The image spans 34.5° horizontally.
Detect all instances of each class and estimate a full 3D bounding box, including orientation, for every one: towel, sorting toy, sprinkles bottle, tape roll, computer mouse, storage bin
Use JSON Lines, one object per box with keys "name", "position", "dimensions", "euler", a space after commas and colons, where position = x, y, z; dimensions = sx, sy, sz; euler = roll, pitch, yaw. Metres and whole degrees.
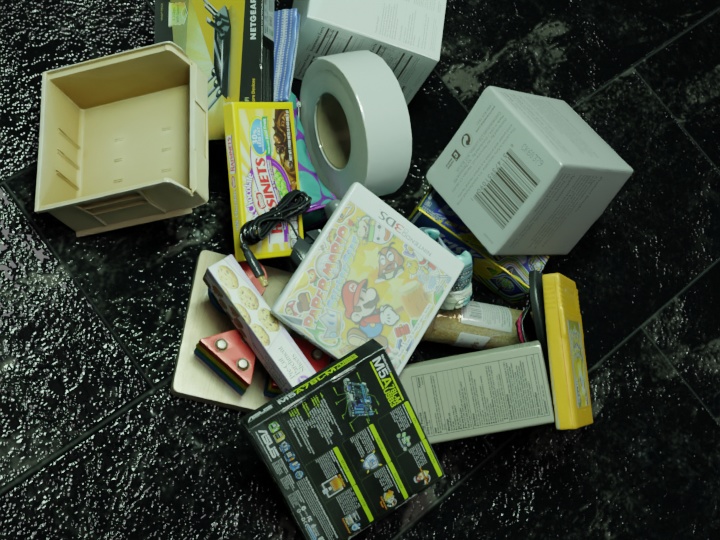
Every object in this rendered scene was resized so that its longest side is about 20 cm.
{"name": "towel", "position": [-0.185, -0.296, 1.609], "dimensions": [0.198, 0.024, 0.146], "euler": [0, 70, 16]}
{"name": "sorting toy", "position": [-0.125, 0.078, 1.497], "dimensions": [0.197, 0.070, 0.202], "euler": [15, 63, -14]}
{"name": "sprinkles bottle", "position": [0.174, 0.079, 1.610], "dimensions": [0.198, 0.068, 0.069], "euler": [10, 63, -16]}
{"name": "tape roll", "position": [-0.009, -0.197, 1.590], "dimensions": [0.070, 0.203, 0.204], "euler": [-15, 73, -25]}
{"name": "computer mouse", "position": [-0.066, 0.000, 1.468], "dimensions": [0.140, 0.046, 0.201], "euler": [-31, 94, -41]}
{"name": "storage bin", "position": [-0.299, -0.165, 1.475], "dimensions": [0.197, 0.094, 0.202], "euler": [-11, 65, 15]}

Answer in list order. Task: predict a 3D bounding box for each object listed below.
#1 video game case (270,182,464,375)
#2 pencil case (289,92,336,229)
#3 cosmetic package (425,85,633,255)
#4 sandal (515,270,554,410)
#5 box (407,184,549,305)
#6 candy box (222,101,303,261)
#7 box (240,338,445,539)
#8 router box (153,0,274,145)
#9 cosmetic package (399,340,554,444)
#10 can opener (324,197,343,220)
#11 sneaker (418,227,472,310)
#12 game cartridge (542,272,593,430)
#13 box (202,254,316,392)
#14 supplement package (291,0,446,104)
{"name": "video game case", "position": [0.012, 0.022, 1.462], "dimensions": [0.182, 0.023, 0.201], "euler": [36, 75, -12]}
{"name": "pencil case", "position": [-0.100, -0.156, 1.604], "dimensions": [0.092, 0.085, 0.201], "euler": [-17, 74, -12]}
{"name": "cosmetic package", "position": [0.236, -0.134, 1.617], "dimensions": [0.199, 0.165, 0.165], "euler": [-1, 44, -50]}
{"name": "sandal", "position": [0.236, 0.098, 1.561], "dimensions": [0.075, 0.045, 0.202], "euler": [-50, 134, -59]}
{"name": "box", "position": [0.166, -0.041, 1.664], "dimensions": [0.199, 0.064, 0.070], "euler": [35, 59, -2]}
{"name": "candy box", "position": [-0.124, -0.116, 1.497], "dimensions": [0.102, 0.026, 0.202], "euler": [-7, 94, -40]}
{"name": "box", "position": [-0.018, 0.216, 1.410], "dimensions": [0.192, 0.047, 0.201], "euler": [-32, 111, -14]}
{"name": "router box", "position": [-0.196, -0.270, 1.558], "dimensions": [0.156, 0.052, 0.202], "euler": [-1, 88, 15]}
{"name": "cosmetic package", "position": [0.143, 0.159, 1.496], "dimensions": [0.198, 0.071, 0.106], "euler": [-9, 90, 8]}
{"name": "can opener", "position": [0.000, 0.000, 1.555], "dimensions": [0.052, 0.066, 0.202], "euler": [-21, 94, -35]}
{"name": "sneaker", "position": [0.071, -0.029, 1.579], "dimensions": [0.199, 0.087, 0.078], "euler": [27, 35, 23]}
{"name": "game cartridge", "position": [0.280, 0.110, 1.561], "dimensions": [0.032, 0.176, 0.202], "euler": [-5, 84, 18]}
{"name": "box", "position": [-0.122, 0.073, 1.437], "dimensions": [0.041, 0.039, 0.201], "euler": [-31, 80, -28]}
{"name": "supplement package", "position": [0.005, -0.357, 1.697], "dimensions": [0.198, 0.151, 0.153], "euler": [15, 63, -14]}
